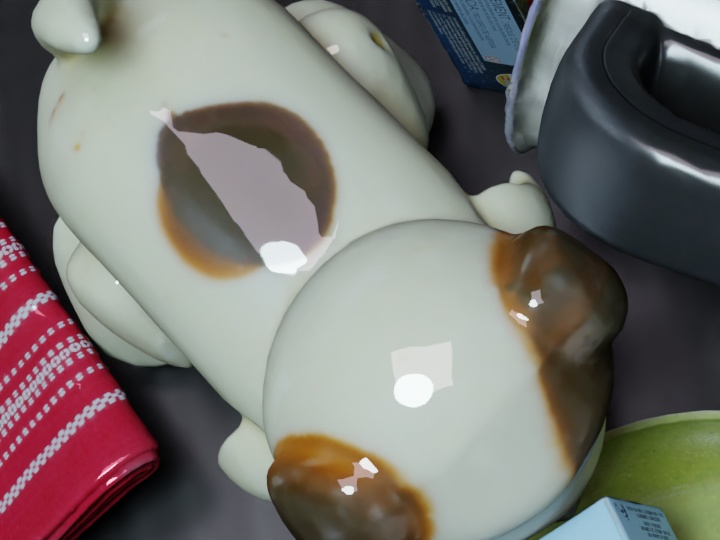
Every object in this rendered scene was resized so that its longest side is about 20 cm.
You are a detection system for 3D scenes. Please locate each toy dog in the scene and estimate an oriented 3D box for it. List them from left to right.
[{"bbox_3d":[0.000,0.000,0.768,0.139,0.194,0.200,-36,48,-8],"label":"toy dog"}]

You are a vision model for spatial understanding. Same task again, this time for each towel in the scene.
[{"bbox_3d":[-0.168,0.035,0.885,0.145,0.022,0.200,-43,67,11],"label":"towel"}]

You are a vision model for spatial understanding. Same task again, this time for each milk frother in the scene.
[{"bbox_3d":[0.154,-0.088,0.746,0.188,0.180,0.201,22,106,12],"label":"milk frother"}]

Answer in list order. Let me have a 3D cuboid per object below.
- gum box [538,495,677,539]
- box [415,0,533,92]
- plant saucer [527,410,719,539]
[{"bbox_3d":[0.053,0.193,0.741,0.170,0.045,0.200,-35,65,20],"label":"gum box"},{"bbox_3d":[0.059,-0.172,0.845,0.038,0.137,0.201,10,76,19],"label":"box"},{"bbox_3d":[0.104,0.142,0.766,0.199,0.031,0.201,-7,76,28],"label":"plant saucer"}]
